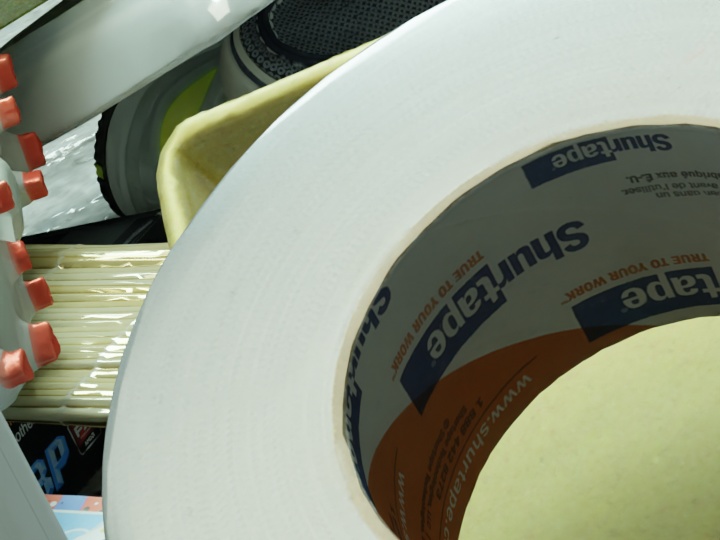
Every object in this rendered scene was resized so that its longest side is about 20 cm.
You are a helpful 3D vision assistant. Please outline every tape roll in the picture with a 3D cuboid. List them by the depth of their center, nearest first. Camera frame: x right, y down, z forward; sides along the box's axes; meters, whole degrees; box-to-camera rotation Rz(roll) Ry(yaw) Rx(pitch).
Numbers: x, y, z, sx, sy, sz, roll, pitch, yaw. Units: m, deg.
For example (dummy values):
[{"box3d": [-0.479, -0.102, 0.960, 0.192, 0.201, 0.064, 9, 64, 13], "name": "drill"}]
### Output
[{"box3d": [0.055, 0.032, 0.522, 0.199, 0.066, 0.201, -14, 50, 17], "name": "tape roll"}]

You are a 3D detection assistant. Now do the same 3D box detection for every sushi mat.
[{"box3d": [-0.139, 0.015, 0.817, 0.199, 0.012, 0.096, 1, 32, 23], "name": "sushi mat"}]

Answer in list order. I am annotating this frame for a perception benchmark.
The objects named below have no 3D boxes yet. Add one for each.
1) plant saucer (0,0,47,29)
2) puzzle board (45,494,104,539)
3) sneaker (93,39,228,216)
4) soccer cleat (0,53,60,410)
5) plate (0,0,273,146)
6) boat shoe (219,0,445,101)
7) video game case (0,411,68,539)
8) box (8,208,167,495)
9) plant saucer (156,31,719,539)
[{"box3d": [-0.122, -0.108, 0.928, 0.199, 0.048, 0.200, -32, 9, -2], "name": "plant saucer"}, {"box3d": [-0.086, 0.100, 0.639, 0.199, 0.017, 0.151, 0, 38, 30], "name": "puzzle board"}, {"box3d": [0.005, -0.069, 0.956, 0.200, 0.076, 0.076, -41, 42, -24], "name": "sneaker"}, {"box3d": [-0.128, -0.006, 0.774, 0.077, 0.070, 0.200, -17, 22, 1], "name": "soccer cleat"}, {"box3d": [-0.040, -0.107, 0.908, 0.199, 0.032, 0.200, -41, 12, -35], "name": "plate"}, {"box3d": [0.046, -0.112, 0.892, 0.199, 0.093, 0.075, -24, 58, -27], "name": "boat shoe"}, {"box3d": [-0.128, 0.091, 0.517, 0.181, 0.201, 0.024, -19, 20, 18], "name": "video game case"}, {"box3d": [-0.154, 0.061, 0.838, 0.158, 0.046, 0.200, -10, 26, 34], "name": "box"}, {"box3d": [0.067, 0.016, 0.605, 0.199, 0.049, 0.201, -23, 49, 9], "name": "plant saucer"}]
